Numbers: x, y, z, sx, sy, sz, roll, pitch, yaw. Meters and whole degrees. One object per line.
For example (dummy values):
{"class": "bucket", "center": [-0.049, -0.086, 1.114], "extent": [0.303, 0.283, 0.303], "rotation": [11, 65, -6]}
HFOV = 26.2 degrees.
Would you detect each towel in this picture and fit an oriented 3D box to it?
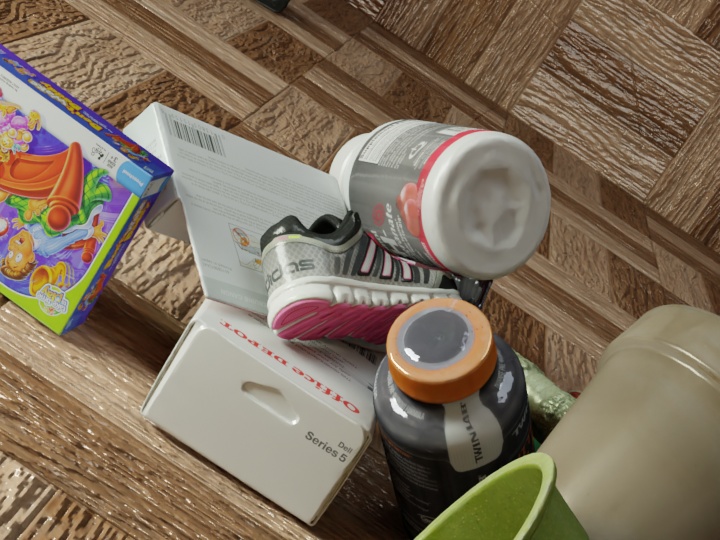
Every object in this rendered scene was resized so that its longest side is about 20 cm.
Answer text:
{"class": "towel", "center": [0.151, 0.119, 1.173], "extent": [0.148, 0.037, 0.200], "rotation": [42, -3, 34]}

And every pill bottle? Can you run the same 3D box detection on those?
{"class": "pill bottle", "center": [0.054, -0.061, 1.226], "extent": [0.110, 0.112, 0.199], "rotation": [24, -3, -29]}
{"class": "pill bottle", "center": [0.066, 0.109, 1.060], "extent": [0.106, 0.106, 0.201], "rotation": [47, -20, 39]}

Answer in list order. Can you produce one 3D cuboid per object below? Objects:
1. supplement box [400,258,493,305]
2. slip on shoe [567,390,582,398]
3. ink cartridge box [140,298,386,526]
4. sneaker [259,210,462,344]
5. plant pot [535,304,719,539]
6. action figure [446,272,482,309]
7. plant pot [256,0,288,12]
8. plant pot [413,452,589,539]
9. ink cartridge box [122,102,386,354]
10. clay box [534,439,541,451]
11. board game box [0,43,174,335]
{"class": "supplement box", "center": [0.062, 0.007, 1.490], "extent": [0.108, 0.062, 0.200], "rotation": [23, -2, 12]}
{"class": "slip on shoe", "center": [0.181, 0.156, 1.402], "extent": [0.061, 0.075, 0.200], "rotation": [30, 21, -2]}
{"class": "ink cartridge box", "center": [-0.062, 0.077, 1.115], "extent": [0.145, 0.085, 0.200], "rotation": [33, 15, -3]}
{"class": "sneaker", "center": [0.000, 0.000, 1.115], "extent": [0.199, 0.073, 0.088], "rotation": [3, 61, -49]}
{"class": "plant pot", "center": [0.179, 0.150, 0.966], "extent": [0.200, 0.172, 0.201], "rotation": [46, -25, 29]}
{"class": "action figure", "center": [0.034, 0.035, 1.288], "extent": [0.118, 0.103, 0.200], "rotation": [21, -9, -17]}
{"class": "plant pot", "center": [-0.157, -0.550, 2.578], "extent": [0.198, 0.200, 0.178], "rotation": [29, 27, -18]}
{"class": "plant pot", "center": [0.095, 0.237, 0.828], "extent": [0.190, 0.200, 0.200], "rotation": [45, 16, -3]}
{"class": "ink cartridge box", "center": [-0.075, -0.020, 1.150], "extent": [0.199, 0.043, 0.175], "rotation": [20, 43, -45]}
{"class": "clay box", "center": [0.108, 0.105, 1.386], "extent": [0.114, 0.048, 0.200], "rotation": [32, 5, -8]}
{"class": "board game box", "center": [-0.248, -0.070, 1.080], "extent": [0.199, 0.135, 0.045], "rotation": [35, 16, 5]}
